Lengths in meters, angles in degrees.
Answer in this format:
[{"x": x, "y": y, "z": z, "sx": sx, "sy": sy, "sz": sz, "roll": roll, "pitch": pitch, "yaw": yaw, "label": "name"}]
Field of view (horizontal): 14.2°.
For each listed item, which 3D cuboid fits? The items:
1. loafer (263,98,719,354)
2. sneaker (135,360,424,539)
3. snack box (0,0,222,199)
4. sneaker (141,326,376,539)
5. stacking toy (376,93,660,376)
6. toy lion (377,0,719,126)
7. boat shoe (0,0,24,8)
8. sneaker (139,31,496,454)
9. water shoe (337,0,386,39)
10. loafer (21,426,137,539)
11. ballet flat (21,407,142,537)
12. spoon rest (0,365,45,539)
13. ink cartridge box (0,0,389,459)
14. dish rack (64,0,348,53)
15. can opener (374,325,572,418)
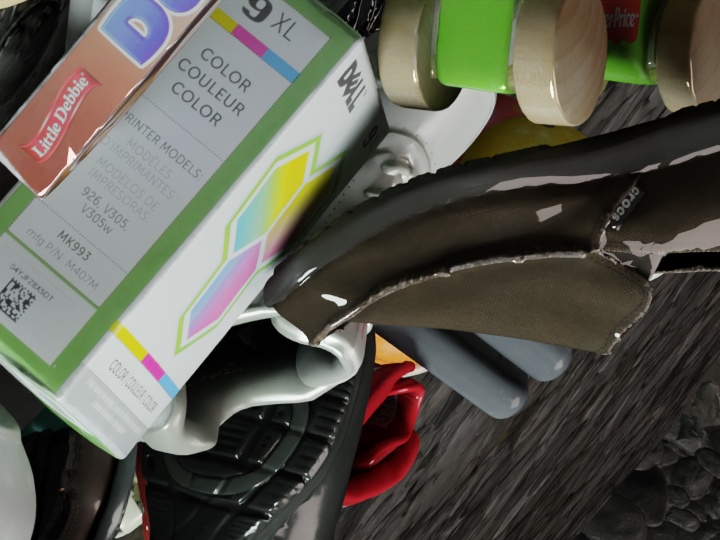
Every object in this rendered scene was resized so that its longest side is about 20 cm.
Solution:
[{"x": 0.067, "y": -0.005, "z": 0.957, "sx": 0.199, "sy": 0.072, "sz": 0.073, "roll": -16, "pitch": 176, "yaw": -9, "label": "loafer"}, {"x": -0.029, "y": 0.054, "z": 1.201, "sx": 0.200, "sy": 0.115, "sz": 0.079, "roll": -87, "pitch": 173, "yaw": -62, "label": "sneaker"}, {"x": -0.029, "y": -0.105, "z": 0.808, "sx": 0.200, "sy": 0.024, "sz": 0.072, "roll": -47, "pitch": -175, "yaw": 24, "label": "snack box"}, {"x": -0.043, "y": 0.101, "z": 1.079, "sx": 0.091, "sy": 0.076, "sz": 0.201, "roll": 31, "pitch": 81, "yaw": -62, "label": "sneaker"}, {"x": 0.067, "y": -0.021, "z": 1.224, "sx": 0.199, "sy": 0.146, "sz": 0.146, "roll": 6, "pitch": -135, "yaw": 51, "label": "stacking toy"}, {"x": 0.071, "y": -0.148, "z": 0.967, "sx": 0.200, "sy": 0.068, "sz": 0.193, "roll": -8, "pitch": 105, "yaw": -62, "label": "toy lion"}, {"x": -0.056, "y": -0.146, "z": 0.783, "sx": 0.200, "sy": 0.074, "sz": 0.069, "roll": -48, "pitch": -178, "yaw": -28, "label": "boat shoe"}, {"x": -0.015, "y": -0.003, "z": 1.026, "sx": 0.200, "sy": 0.099, "sz": 0.078, "roll": -42, "pitch": 138, "yaw": -11, "label": "sneaker"}, {"x": 0.017, "y": -0.100, "z": 1.156, "sx": 0.072, "sy": 0.079, "sz": 0.200, "roll": -58, "pitch": 167, "yaw": 24, "label": "water shoe"}, {"x": -0.142, "y": 0.109, "z": 1.104, "sx": 0.200, "sy": 0.063, "sz": 0.072, "roll": 131, "pitch": -25, "yaw": -56, "label": "loafer"}, {"x": -0.114, "y": 0.074, "z": 1.181, "sx": 0.067, "sy": 0.070, "sz": 0.200, "roll": -49, "pitch": 168, "yaw": -3, "label": "ballet flat"}, {"x": -0.145, "y": 0.059, "z": 0.988, "sx": 0.061, "sy": 0.099, "sz": 0.200, "roll": -54, "pitch": 179, "yaw": 5, "label": "spoon rest"}, {"x": -0.044, "y": -0.041, "z": 0.932, "sx": 0.200, "sy": 0.059, "sz": 0.104, "roll": -51, "pitch": 167, "yaw": -7, "label": "ink cartridge box"}, {"x": -0.043, "y": -0.120, "z": 0.955, "sx": 0.172, "sy": 0.043, "sz": 0.200, "roll": -45, "pitch": 167, "yaw": -28, "label": "dish rack"}, {"x": 0.000, "y": 0.000, "z": 1.133, "sx": 0.053, "sy": 0.200, "sz": 0.067, "roll": -42, "pitch": -155, "yaw": 26, "label": "can opener"}]
